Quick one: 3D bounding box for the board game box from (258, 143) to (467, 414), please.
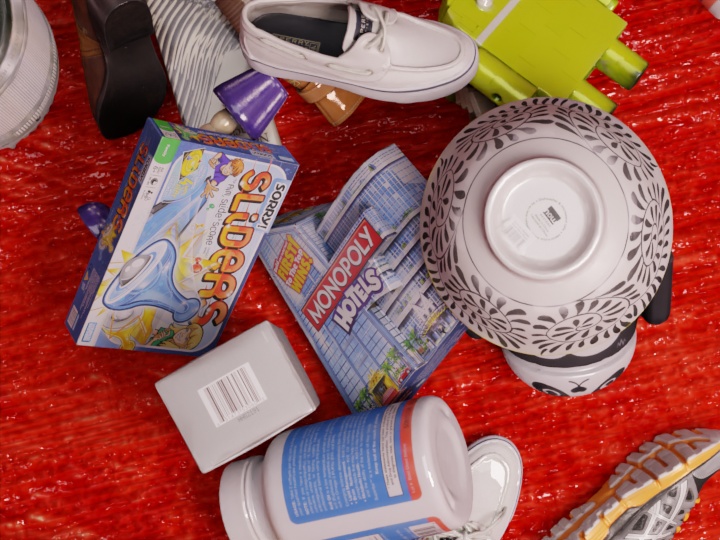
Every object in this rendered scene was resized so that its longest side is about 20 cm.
[{"bbox_3d":[0.000,0.000,1.233,0.061,0.201,0.200,-28,70,-43],"label":"board game box"}]

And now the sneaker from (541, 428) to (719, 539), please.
[{"bbox_3d":[0.247,0.213,1.260,0.199,0.078,0.077,-39,100,0],"label":"sneaker"}]

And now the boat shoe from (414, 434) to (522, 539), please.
[{"bbox_3d":[0.078,0.233,1.244,0.074,0.086,0.203,34,86,2],"label":"boat shoe"}]

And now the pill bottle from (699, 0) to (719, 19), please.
[{"bbox_3d":[0.294,-0.332,1.284,0.111,0.111,0.200,-40,87,-4],"label":"pill bottle"}]

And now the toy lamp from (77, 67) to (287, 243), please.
[{"bbox_3d":[-0.146,-0.097,1.221,0.199,0.058,0.058,-39,86,1],"label":"toy lamp"}]

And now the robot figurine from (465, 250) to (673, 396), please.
[{"bbox_3d":[0.171,0.012,1.216,0.149,0.202,0.124,23,46,37],"label":"robot figurine"}]

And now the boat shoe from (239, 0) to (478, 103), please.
[{"bbox_3d":[-0.001,-0.188,1.176,0.198,0.066,0.073,11,73,5],"label":"boat shoe"}]

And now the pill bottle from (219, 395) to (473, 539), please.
[{"bbox_3d":[-0.014,0.179,1.216,0.198,0.112,0.114,-15,85,20],"label":"pill bottle"}]

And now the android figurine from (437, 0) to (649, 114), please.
[{"bbox_3d":[0.150,-0.209,1.252,0.199,0.041,0.182,40,59,5],"label":"android figurine"}]

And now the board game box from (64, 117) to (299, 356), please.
[{"bbox_3d":[-0.150,-0.022,1.212,0.134,0.035,0.201,8,119,-37],"label":"board game box"}]

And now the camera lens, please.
[{"bbox_3d":[-0.344,-0.187,1.221,0.158,0.200,0.162,0,85,0],"label":"camera lens"}]

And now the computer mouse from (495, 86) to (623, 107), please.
[{"bbox_3d":[0.208,-0.117,1.298,0.200,0.046,0.141,45,59,-10],"label":"computer mouse"}]

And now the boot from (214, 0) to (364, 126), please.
[{"bbox_3d":[-0.024,-0.239,1.289,0.155,0.076,0.201,45,50,-16],"label":"boot"}]

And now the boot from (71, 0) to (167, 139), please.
[{"bbox_3d":[-0.245,-0.237,1.275,0.068,0.189,0.201,-26,61,-14],"label":"boot"}]

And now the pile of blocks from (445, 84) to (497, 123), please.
[{"bbox_3d":[0.107,-0.121,1.282,0.062,0.082,0.202,-25,81,38],"label":"pile of blocks"}]

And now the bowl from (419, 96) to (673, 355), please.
[{"bbox_3d":[0.138,-0.037,1.091,0.198,0.094,0.203,0,87,8],"label":"bowl"}]

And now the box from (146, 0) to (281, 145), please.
[{"bbox_3d":[-0.129,-0.172,1.287,0.081,0.068,0.202,-19,85,-1],"label":"box"}]

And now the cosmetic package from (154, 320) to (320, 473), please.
[{"bbox_3d":[-0.096,0.103,1.199,0.106,0.200,0.091,-30,84,0],"label":"cosmetic package"}]
